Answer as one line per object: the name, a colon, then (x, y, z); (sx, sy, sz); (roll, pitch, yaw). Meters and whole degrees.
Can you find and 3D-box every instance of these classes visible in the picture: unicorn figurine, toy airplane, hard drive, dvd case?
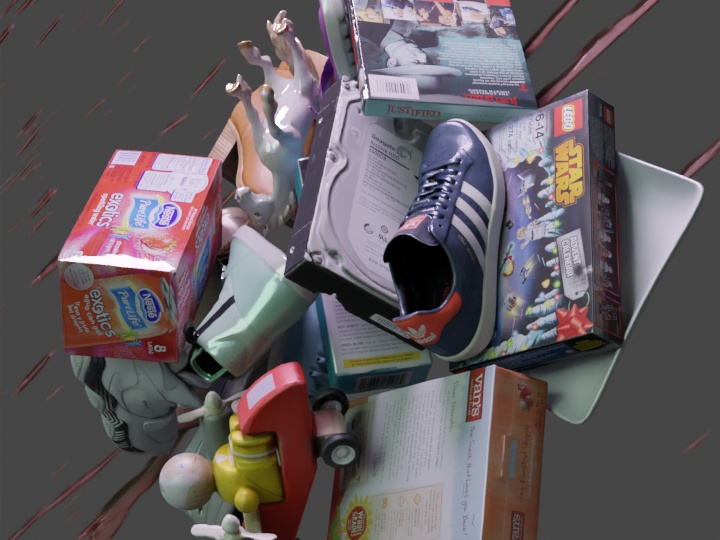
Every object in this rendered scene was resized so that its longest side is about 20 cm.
unicorn figurine: (-0.075, -0.128, 1.354); (0.074, 0.137, 0.200); (9, 53, 32)
toy airplane: (-0.093, 0.182, 1.210); (0.200, 0.141, 0.199); (143, 133, -67)
hard drive: (0.019, -0.050, 1.238); (0.038, 0.140, 0.200); (-37, 32, 43)
dvd case: (0.063, -0.197, 1.281); (0.200, 0.146, 0.022); (-99, 15, -44)

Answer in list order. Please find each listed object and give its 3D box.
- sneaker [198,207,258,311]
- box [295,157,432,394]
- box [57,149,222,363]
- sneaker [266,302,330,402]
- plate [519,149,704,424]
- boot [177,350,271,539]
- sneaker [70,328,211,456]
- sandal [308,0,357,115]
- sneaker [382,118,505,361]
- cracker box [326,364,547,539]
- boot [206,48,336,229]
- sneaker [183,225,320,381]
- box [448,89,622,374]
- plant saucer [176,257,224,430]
sneaker: (-0.171, 0.027, 1.486); (0.200, 0.070, 0.076); (-47, 52, 24)
box: (0.000, 0.000, 1.278); (0.049, 0.082, 0.200); (104, 158, -64)
box: (-0.183, -0.015, 1.299); (0.200, 0.100, 0.096); (-79, -7, -58)
sneaker: (-0.024, 0.060, 1.312); (0.082, 0.074, 0.200); (-8, 67, 47)
plate: (0.158, -0.002, 1.183); (0.200, 0.032, 0.200); (31, 95, 48)
boot: (-0.093, 0.147, 1.357); (0.096, 0.074, 0.200); (35, 104, 40)
sneaker: (-0.174, 0.109, 1.361); (0.115, 0.200, 0.075); (4, 55, 19)
sandal: (-0.023, -0.157, 1.353); (0.050, 0.203, 0.082); (-9, 23, 3)
sneaker: (0.057, -0.035, 1.155); (0.075, 0.084, 0.200); (-25, 55, 39)
cracker box: (0.056, 0.158, 1.172); (0.200, 0.058, 0.134); (-20, 57, 53)
boot: (-0.057, -0.128, 1.442); (0.155, 0.074, 0.200); (-54, 47, 3)
sneaker: (-0.106, 0.030, 1.271); (0.118, 0.074, 0.200); (-47, 13, -4)
box: (0.131, -0.025, 1.167); (0.137, 0.040, 0.200); (-19, 59, 39)
plant saucer: (-0.185, 0.053, 1.455); (0.200, 0.032, 0.200); (5, 102, 26)
